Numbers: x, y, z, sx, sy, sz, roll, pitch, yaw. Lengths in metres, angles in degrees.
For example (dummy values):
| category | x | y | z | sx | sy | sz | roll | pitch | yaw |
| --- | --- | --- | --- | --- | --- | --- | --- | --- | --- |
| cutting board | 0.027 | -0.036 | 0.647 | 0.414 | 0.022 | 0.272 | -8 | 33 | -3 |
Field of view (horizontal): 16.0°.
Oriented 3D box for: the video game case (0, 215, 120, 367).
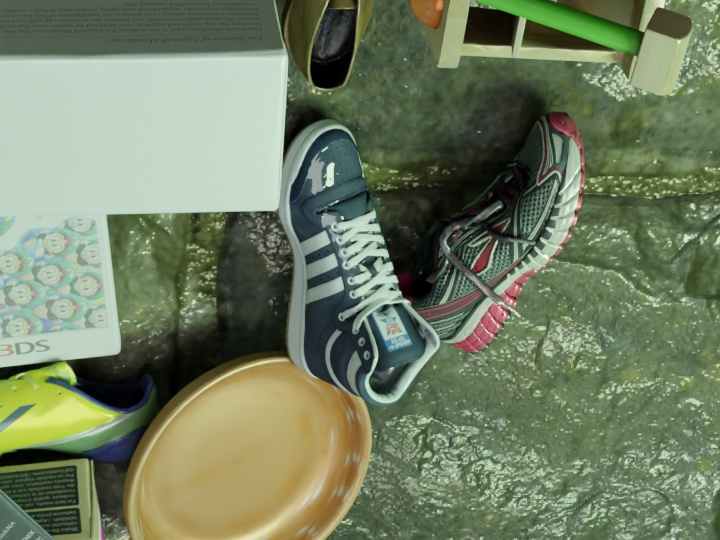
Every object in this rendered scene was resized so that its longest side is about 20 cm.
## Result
| category | x | y | z | sx | sy | sz | roll | pitch | yaw |
| --- | --- | --- | --- | --- | --- | --- | --- | --- | --- |
| video game case | -0.266 | -0.015 | 1.775 | 0.182 | 0.024 | 0.200 | -6 | 126 | -5 |

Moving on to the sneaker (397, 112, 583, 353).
| category | x | y | z | sx | sy | sz | roll | pitch | yaw |
| --- | --- | --- | --- | --- | --- | --- | --- | --- | --- |
| sneaker | 0.092 | -0.027 | 1.781 | 0.075 | 0.081 | 0.200 | 21 | 120 | -18 |

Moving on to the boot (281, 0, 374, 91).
| category | x | y | z | sx | sy | sz | roll | pitch | yaw |
| --- | --- | --- | --- | --- | --- | --- | --- | --- | --- |
| boot | -0.005 | -0.208 | 1.646 | 0.074 | 0.075 | 0.200 | 5 | 124 | -11 |

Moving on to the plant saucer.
| category | x | y | z | sx | sy | sz | roll | pitch | yaw |
| --- | --- | --- | --- | --- | --- | --- | --- | --- | --- |
| plant saucer | -0.086 | 0.143 | 1.877 | 0.200 | 0.037 | 0.200 | -16 | 126 | -24 |

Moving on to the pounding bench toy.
| category | x | y | z | sx | sy | sz | roll | pitch | yaw |
| --- | --- | --- | --- | --- | --- | --- | --- | --- | --- |
| pounding bench toy | 0.112 | -0.187 | 1.601 | 0.156 | 0.200 | 0.124 | 2 | 126 | -11 |

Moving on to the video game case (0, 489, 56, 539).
| category | x | y | z | sx | sy | sz | roll | pitch | yaw |
| --- | --- | --- | --- | --- | --- | --- | --- | --- | --- |
| video game case | -0.309 | 0.196 | 1.774 | 0.200 | 0.019 | 0.143 | 42 | 81 | 6 |

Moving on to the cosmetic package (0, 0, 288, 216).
| category | x | y | z | sx | sy | sz | roll | pitch | yaw |
| --- | --- | --- | --- | --- | --- | --- | --- | --- | --- |
| cosmetic package | -0.156 | -0.137 | 1.595 | 0.199 | 0.200 | 0.123 | -1 | 126 | -8 |

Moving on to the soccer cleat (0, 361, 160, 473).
| category | x | y | z | sx | sy | sz | roll | pitch | yaw |
| --- | --- | --- | --- | --- | --- | --- | --- | --- | --- |
| soccer cleat | -0.242 | 0.097 | 1.839 | 0.200 | 0.065 | 0.084 | 5 | 118 | -15 |

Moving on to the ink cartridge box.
| category | x | y | z | sx | sy | sz | roll | pitch | yaw |
| --- | --- | --- | --- | --- | --- | --- | --- | --- | --- |
| ink cartridge box | -0.268 | 0.226 | 1.884 | 0.165 | 0.075 | 0.200 | -6 | 144 | -3 |

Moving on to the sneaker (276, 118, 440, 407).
| category | x | y | z | sx | sy | sz | roll | pitch | yaw |
| --- | --- | --- | --- | --- | --- | --- | --- | --- | --- |
| sneaker | 0.000 | 0.000 | 1.758 | 0.070 | 0.108 | 0.200 | -20 | 124 | -32 |
